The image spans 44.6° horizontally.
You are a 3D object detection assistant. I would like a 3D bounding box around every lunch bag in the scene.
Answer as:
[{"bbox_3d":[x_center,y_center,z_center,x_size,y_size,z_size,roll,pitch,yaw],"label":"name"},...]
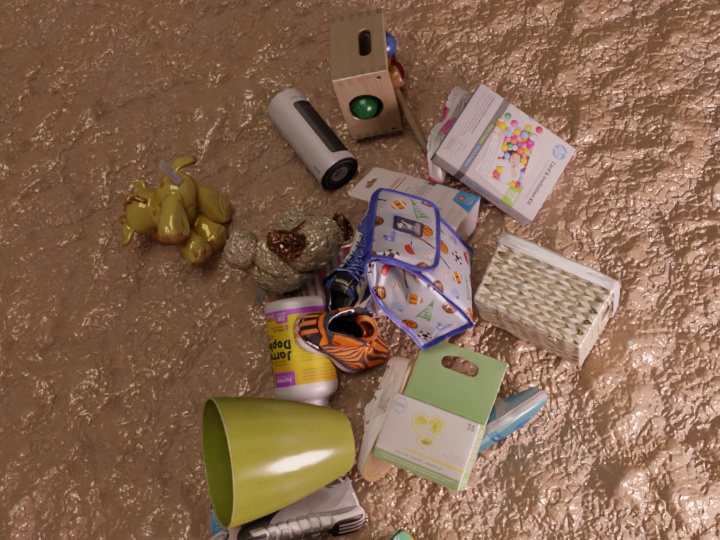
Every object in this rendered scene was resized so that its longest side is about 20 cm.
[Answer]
[{"bbox_3d":[0.082,-0.013,1.330,0.124,0.200,0.171,-31,32,30],"label":"lunch bag"}]

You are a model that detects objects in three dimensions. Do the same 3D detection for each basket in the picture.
[{"bbox_3d":[0.287,0.047,1.373,0.199,0.136,0.124,27,80,22],"label":"basket"}]

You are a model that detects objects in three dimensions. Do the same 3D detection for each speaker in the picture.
[{"bbox_3d":[-0.091,-0.243,1.615,0.081,0.081,0.200,-35,64,-3],"label":"speaker"}]

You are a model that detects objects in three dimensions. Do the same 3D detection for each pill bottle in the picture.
[{"bbox_3d":[-0.093,0.147,1.420,0.104,0.104,0.201,-10,83,9],"label":"pill bottle"}]

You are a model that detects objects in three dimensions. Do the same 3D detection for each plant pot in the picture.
[{"bbox_3d":[-0.117,0.268,1.299,0.199,0.187,0.188,-5,62,-23],"label":"plant pot"}]

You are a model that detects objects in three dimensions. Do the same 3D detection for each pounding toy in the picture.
[{"bbox_3d":[0.035,-0.329,1.579,0.141,0.184,0.201,-9,57,10],"label":"pounding toy"}]

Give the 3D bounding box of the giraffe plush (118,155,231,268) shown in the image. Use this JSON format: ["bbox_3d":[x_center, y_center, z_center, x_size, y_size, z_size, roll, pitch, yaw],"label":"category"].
[{"bbox_3d":[-0.354,-0.100,1.584,0.161,0.201,0.173,-12,30,34],"label":"giraffe plush"}]

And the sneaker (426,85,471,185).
[{"bbox_3d":[0.175,-0.234,1.543,0.088,0.081,0.201,17,69,18],"label":"sneaker"}]

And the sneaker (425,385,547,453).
[{"bbox_3d":[0.178,0.205,1.360,0.199,0.080,0.131,-30,65,-2],"label":"sneaker"}]

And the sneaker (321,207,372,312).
[{"bbox_3d":[0.000,0.001,1.410,0.080,0.115,0.200,25,96,13],"label":"sneaker"}]

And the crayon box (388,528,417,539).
[{"bbox_3d":[0.116,0.463,1.241,0.058,0.119,0.200,-44,65,-7],"label":"crayon box"}]

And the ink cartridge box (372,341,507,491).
[{"bbox_3d":[0.119,0.209,1.314,0.145,0.048,0.201,18,85,25],"label":"ink cartridge box"}]

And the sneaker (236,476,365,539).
[{"bbox_3d":[-0.100,0.360,1.353,0.199,0.075,0.116,-6,51,-19],"label":"sneaker"}]

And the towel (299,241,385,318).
[{"bbox_3d":[-0.032,0.031,1.514,0.199,0.030,0.147,-18,64,8],"label":"towel"}]

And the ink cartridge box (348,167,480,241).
[{"bbox_3d":[0.088,-0.100,1.491,0.199,0.068,0.116,19,39,20],"label":"ink cartridge box"}]

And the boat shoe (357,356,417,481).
[{"bbox_3d":[0.038,0.233,1.393,0.069,0.071,0.201,13,75,43],"label":"boat shoe"}]

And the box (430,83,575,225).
[{"bbox_3d":[0.242,-0.197,1.493,0.200,0.041,0.156,35,77,-4],"label":"box"}]

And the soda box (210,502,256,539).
[{"bbox_3d":[-0.192,0.335,1.390,0.068,0.063,0.201,-19,61,32],"label":"soda box"}]

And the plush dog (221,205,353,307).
[{"bbox_3d":[-0.101,-0.031,1.444,0.199,0.172,0.161,-25,86,-41],"label":"plush dog"}]

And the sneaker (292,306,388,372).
[{"bbox_3d":[-0.002,0.110,1.369,0.112,0.199,0.078,-13,69,40],"label":"sneaker"}]
